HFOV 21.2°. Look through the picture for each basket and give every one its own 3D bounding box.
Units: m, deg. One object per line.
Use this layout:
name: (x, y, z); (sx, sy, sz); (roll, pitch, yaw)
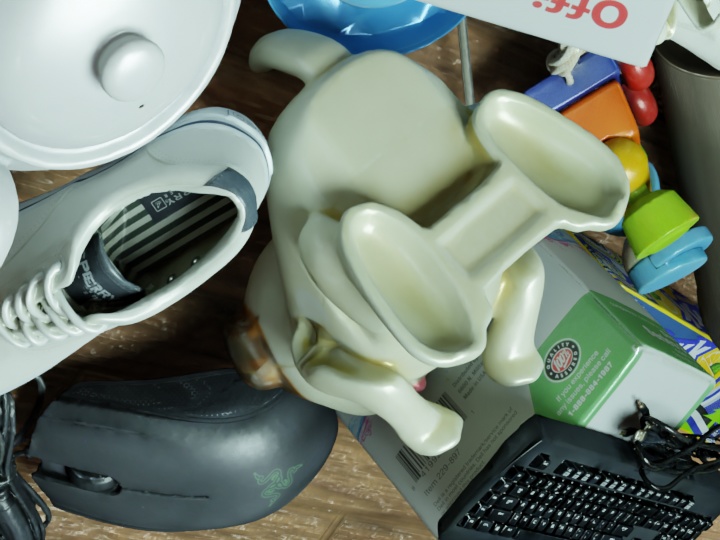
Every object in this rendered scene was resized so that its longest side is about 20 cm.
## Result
basket: (0.238, -0.070, 1.083); (0.135, 0.181, 0.200); (-3, 136, 23)

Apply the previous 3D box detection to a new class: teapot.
teapot: (-0.122, -0.109, 0.764); (0.197, 0.146, 0.201); (-22, 137, -21)

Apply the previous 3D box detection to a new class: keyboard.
keyboard: (0.128, 0.114, 0.933); (0.200, 0.040, 0.104); (18, 113, -50)

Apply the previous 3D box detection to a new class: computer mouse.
computer mouse: (-0.108, 0.104, 0.982); (0.199, 0.053, 0.139); (-7, 130, -2)

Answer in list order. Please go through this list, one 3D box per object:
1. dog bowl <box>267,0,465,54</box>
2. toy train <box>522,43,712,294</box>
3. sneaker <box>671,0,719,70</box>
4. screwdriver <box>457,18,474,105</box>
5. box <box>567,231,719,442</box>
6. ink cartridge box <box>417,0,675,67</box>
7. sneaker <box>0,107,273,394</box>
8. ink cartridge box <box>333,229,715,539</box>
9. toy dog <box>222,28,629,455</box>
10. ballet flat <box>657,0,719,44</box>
dog bowl: (0.022, -0.194, 0.854); (0.111, 0.050, 0.201); (15, 118, -23)
toy train: (0.130, -0.057, 0.978); (0.084, 0.116, 0.200); (-32, 166, 3)
sneaker: (0.162, -0.138, 0.919); (0.084, 0.199, 0.073); (20, 89, -46)
screwdriver: (0.045, -0.137, 0.957); (0.028, 0.029, 0.201); (-52, 151, -39)
box: (0.172, 0.041, 1.184); (0.064, 0.070, 0.200); (-49, 139, 12)
ink cartridge box: (0.070, -0.188, 0.676); (0.144, 0.085, 0.201); (15, 127, -9)
sneaker: (-0.125, 0.001, 0.820); (0.200, 0.071, 0.073); (-36, 108, 17)
ink cartridge box: (0.062, 0.042, 1.002); (0.087, 0.200, 0.146); (21, 111, -50)
toy dog: (0.000, 0.000, 0.899); (0.140, 0.194, 0.200); (-51, 174, -29)
ballet flat: (0.132, -0.134, 0.817); (0.069, 0.200, 0.072); (-20, 97, -31)
